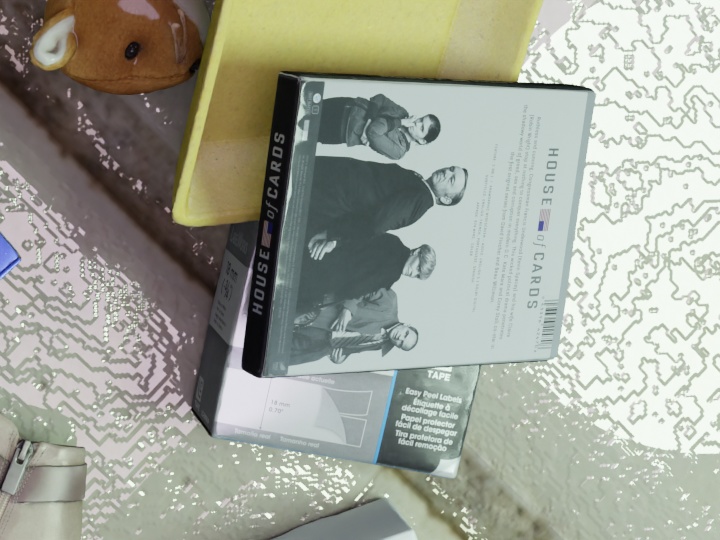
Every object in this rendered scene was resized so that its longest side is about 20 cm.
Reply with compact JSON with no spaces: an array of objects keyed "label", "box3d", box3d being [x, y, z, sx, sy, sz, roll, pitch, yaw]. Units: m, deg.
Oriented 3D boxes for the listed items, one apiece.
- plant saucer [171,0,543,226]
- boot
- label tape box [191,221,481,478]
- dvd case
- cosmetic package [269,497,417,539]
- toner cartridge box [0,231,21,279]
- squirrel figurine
[{"label":"plant saucer","box3d":[-0.001,-0.126,1.051,0.199,0.048,0.201,-7,128,-36]},{"label":"boot","box3d":[-0.247,0.127,1.114,0.199,0.070,0.147,23,87,-17]},{"label":"label tape box","box3d":[0.000,0.000,1.147,0.143,0.063,0.202,11,97,-15]},{"label":"dvd case","box3d":[0.034,-0.023,1.077,0.199,0.025,0.152,-1,105,-39]},{"label":"cosmetic package","box3d":[0.004,0.244,1.184,0.101,0.071,0.202,-19,103,-9]},{"label":"toner cartridge box","box3d":[-0.268,-0.051,1.034,0.095,0.043,0.200,-42,104,-20]},{"label":"squirrel figurine","box3d":[-0.133,-0.193,1.065,0.198,0.142,0.188,22,105,-2]}]
